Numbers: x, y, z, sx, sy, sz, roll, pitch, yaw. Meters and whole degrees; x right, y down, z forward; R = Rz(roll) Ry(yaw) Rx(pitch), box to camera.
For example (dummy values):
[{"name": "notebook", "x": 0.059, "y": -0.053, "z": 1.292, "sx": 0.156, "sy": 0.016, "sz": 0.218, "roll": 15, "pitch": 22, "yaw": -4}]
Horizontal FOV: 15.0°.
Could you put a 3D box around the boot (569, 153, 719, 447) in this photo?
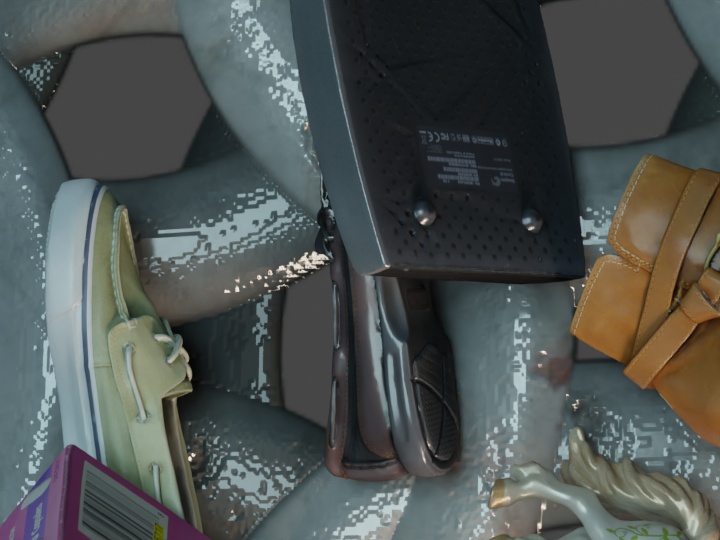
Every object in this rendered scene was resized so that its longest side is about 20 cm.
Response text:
[{"name": "boot", "x": 0.192, "y": -0.017, "z": 1.197, "sx": 0.154, "sy": 0.074, "sz": 0.200, "roll": 31, "pitch": 94, "yaw": 22}]

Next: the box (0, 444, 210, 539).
[{"name": "box", "x": -0.155, "y": 0.209, "z": 1.222, "sx": 0.097, "sy": 0.176, "sz": 0.200, "roll": 36, "pitch": 107, "yaw": -16}]

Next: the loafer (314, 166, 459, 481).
[{"name": "loafer", "x": 0.000, "y": 0.000, "z": 1.279, "sx": 0.063, "sy": 0.072, "sz": 0.201, "roll": -12, "pitch": 79, "yaw": 24}]

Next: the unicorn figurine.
[{"name": "unicorn figurine", "x": 0.101, "y": 0.174, "z": 1.199, "sx": 0.137, "sy": 0.074, "sz": 0.201, "roll": 20, "pitch": 83, "yaw": 13}]

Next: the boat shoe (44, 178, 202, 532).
[{"name": "boat shoe", "x": -0.111, "y": 0.054, "z": 1.322, "sx": 0.062, "sy": 0.072, "sz": 0.201, "roll": -6, "pitch": 88, "yaw": 8}]

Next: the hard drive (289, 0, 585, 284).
[{"name": "hard drive", "x": 0.030, "y": -0.088, "z": 1.252, "sx": 0.042, "sy": 0.135, "sz": 0.201, "roll": -28, "pitch": 67, "yaw": 46}]
